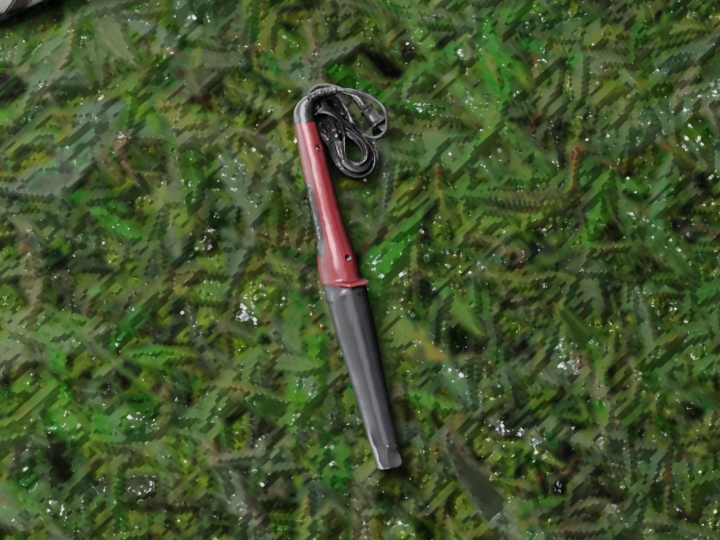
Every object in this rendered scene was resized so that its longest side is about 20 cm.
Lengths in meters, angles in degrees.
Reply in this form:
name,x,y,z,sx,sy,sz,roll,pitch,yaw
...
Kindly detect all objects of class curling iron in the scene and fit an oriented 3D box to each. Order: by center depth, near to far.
name,x,y,z,sx,sy,sz,roll,pitch,yaw
curling iron,0.000,0.000,0.999,0.049,0.026,0.202,-7,80,-3

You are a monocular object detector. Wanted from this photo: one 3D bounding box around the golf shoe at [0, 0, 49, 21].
name,x,y,z,sx,sy,sz,roll,pitch,yaw
golf shoe,-0.146,-0.192,0.991,0.199,0.095,0.078,-27,83,-8
